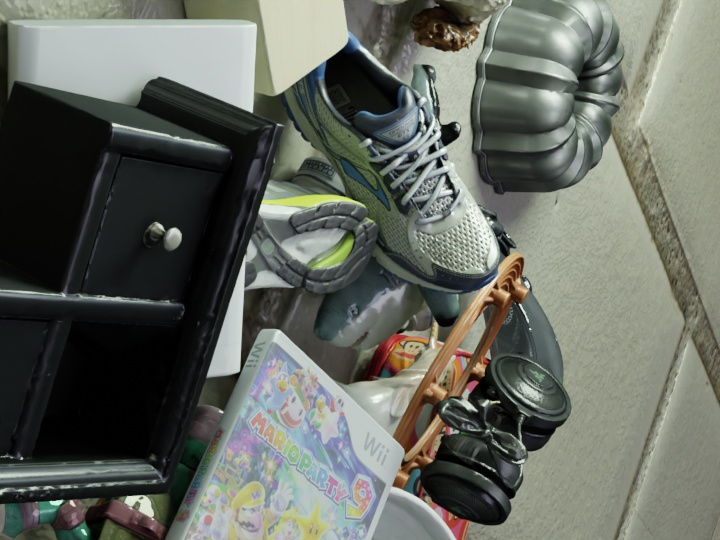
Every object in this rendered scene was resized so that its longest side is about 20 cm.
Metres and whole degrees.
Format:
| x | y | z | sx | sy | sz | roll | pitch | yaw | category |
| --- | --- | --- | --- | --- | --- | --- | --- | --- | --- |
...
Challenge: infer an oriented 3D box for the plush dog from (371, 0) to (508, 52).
| x | y | z | sx | sy | sz | roll | pitch | yaw | category |
| --- | --- | --- | --- | --- | --- | --- | --- | --- | --- |
| 0.091 | -0.250 | 1.108 | 0.172 | 0.160 | 0.200 | 99 | 11 | -80 | plush dog |

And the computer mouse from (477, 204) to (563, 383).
| x | y | z | sx | sy | sz | roll | pitch | yaw | category |
| --- | --- | --- | --- | --- | --- | --- | --- | --- | --- |
| 0.134 | 0.040 | 1.285 | 0.138 | 0.053 | 0.201 | 29 | 49 | -72 | computer mouse |

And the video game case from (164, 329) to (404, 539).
| x | y | z | sx | sy | sz | roll | pitch | yaw | category |
| --- | --- | --- | --- | --- | --- | --- | --- | --- | --- |
| -0.050 | 0.156 | 0.890 | 0.143 | 0.018 | 0.200 | 46 | 55 | -38 | video game case |

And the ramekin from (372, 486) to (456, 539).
| x | y | z | sx | sy | sz | roll | pitch | yaw | category |
| --- | --- | --- | --- | --- | --- | --- | --- | --- | --- |
| -0.027 | 0.240 | 0.996 | 0.200 | 0.105 | 0.201 | 8 | 78 | -42 | ramekin |

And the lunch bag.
| x | y | z | sx | sy | sz | roll | pitch | yaw | category |
| --- | --- | --- | --- | --- | --- | --- | --- | --- | --- |
| 0.054 | 0.158 | 1.253 | 0.176 | 0.082 | 0.201 | 22 | 81 | -63 | lunch bag |

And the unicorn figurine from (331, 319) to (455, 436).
| x | y | z | sx | sy | sz | roll | pitch | yaw | category |
| --- | --- | --- | --- | --- | --- | --- | --- | --- | --- |
| -0.010 | 0.104 | 1.064 | 0.138 | 0.074 | 0.200 | -55 | 152 | 18 | unicorn figurine |

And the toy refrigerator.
| x | y | z | sx | sy | sz | roll | pitch | yaw | category |
| --- | --- | --- | --- | --- | --- | --- | --- | --- | --- |
| -0.067 | -0.211 | 0.885 | 0.076 | 0.070 | 0.200 | -42 | 136 | -38 | toy refrigerator |

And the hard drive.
| x | y | z | sx | sy | sz | roll | pitch | yaw | category |
| --- | --- | --- | --- | --- | --- | --- | --- | --- | --- |
| -0.124 | -0.035 | 0.830 | 0.132 | 0.027 | 0.201 | -5 | 109 | -27 | hard drive |

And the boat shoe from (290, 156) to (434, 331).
| x | y | z | sx | sy | sz | roll | pitch | yaw | category |
| --- | --- | --- | --- | --- | --- | --- | --- | --- | --- |
| 0.000 | 0.000 | 1.098 | 0.066 | 0.072 | 0.200 | -61 | 148 | -19 | boat shoe |

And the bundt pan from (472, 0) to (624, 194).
| x | y | z | sx | sy | sz | roll | pitch | yaw | category |
| --- | --- | --- | --- | --- | --- | --- | --- | --- | --- |
| 0.176 | -0.160 | 1.353 | 0.202 | 0.076 | 0.202 | -36 | 132 | -53 | bundt pan |

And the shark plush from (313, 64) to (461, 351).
| x | y | z | sx | sy | sz | roll | pitch | yaw | category |
| --- | --- | --- | --- | --- | --- | --- | --- | --- | --- |
| 0.029 | -0.042 | 1.024 | 0.083 | 0.091 | 0.201 | 16 | 90 | -21 | shark plush |

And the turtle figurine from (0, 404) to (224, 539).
| x | y | z | sx | sy | sz | roll | pitch | yaw | category |
| --- | --- | --- | --- | --- | --- | --- | --- | --- | --- |
| -0.143 | 0.151 | 0.873 | 0.150 | 0.100 | 0.200 | 66 | 39 | -49 | turtle figurine |

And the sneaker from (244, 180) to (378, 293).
| x | y | z | sx | sy | sz | roll | pitch | yaw | category |
| --- | --- | --- | --- | --- | --- | --- | --- | --- | --- |
| -0.087 | -0.025 | 0.927 | 0.200 | 0.081 | 0.074 | 6 | 103 | -43 | sneaker |

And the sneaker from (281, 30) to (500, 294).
| x | y | z | sx | sy | sz | roll | pitch | yaw | category |
| --- | --- | --- | --- | --- | --- | --- | --- | --- | --- |
| 0.019 | -0.071 | 0.972 | 0.077 | 0.200 | 0.085 | -36 | 171 | -19 | sneaker |

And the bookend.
| x | y | z | sx | sy | sz | roll | pitch | yaw | category |
| --- | --- | --- | --- | --- | --- | --- | --- | --- | --- |
| -0.157 | 0.000 | 0.716 | 0.199 | 0.092 | 0.200 | 8 | 103 | -53 | bookend |

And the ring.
| x | y | z | sx | sy | sz | roll | pitch | yaw | category |
| --- | --- | --- | --- | --- | --- | --- | --- | --- | --- |
| 0.068 | 0.078 | 1.074 | 0.201 | 0.019 | 0.201 | -56 | 168 | -19 | ring |

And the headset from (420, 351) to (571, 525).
| x | y | z | sx | sy | sz | roll | pitch | yaw | category |
| --- | --- | --- | --- | --- | --- | --- | --- | --- | --- |
| 0.082 | 0.109 | 1.049 | 0.124 | 0.094 | 0.200 | -59 | -177 | -1 | headset |
